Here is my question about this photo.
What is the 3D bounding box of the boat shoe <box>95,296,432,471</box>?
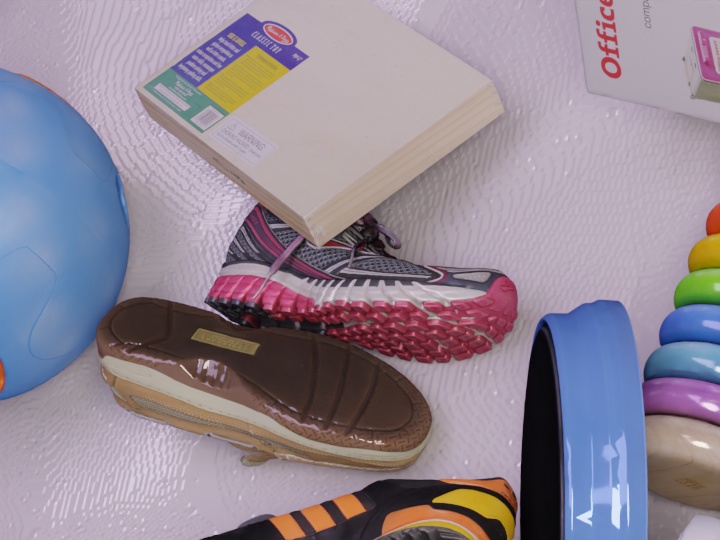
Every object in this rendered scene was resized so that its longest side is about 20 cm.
[{"bbox_3d":[-0.051,0.075,1.620,0.200,0.076,0.072,20,44,24],"label":"boat shoe"}]

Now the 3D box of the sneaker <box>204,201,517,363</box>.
[{"bbox_3d":[0.000,0.000,1.607,0.200,0.081,0.075,8,71,39],"label":"sneaker"}]

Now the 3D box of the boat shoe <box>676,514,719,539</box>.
[{"bbox_3d":[0.165,0.209,1.360,0.062,0.072,0.200,12,112,22],"label":"boat shoe"}]

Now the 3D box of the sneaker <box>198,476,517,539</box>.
[{"bbox_3d":[-0.009,0.148,1.503,0.200,0.070,0.090,-12,19,30],"label":"sneaker"}]

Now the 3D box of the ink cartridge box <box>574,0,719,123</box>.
[{"bbox_3d":[0.206,-0.145,1.454,0.200,0.145,0.085,16,45,31],"label":"ink cartridge box"}]

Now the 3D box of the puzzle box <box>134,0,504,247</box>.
[{"bbox_3d":[-0.026,-0.097,1.662,0.133,0.025,0.200,-37,39,-12],"label":"puzzle box"}]

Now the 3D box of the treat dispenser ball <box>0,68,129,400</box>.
[{"bbox_3d":[-0.234,-0.021,1.707,0.201,0.201,0.201,-16,60,29],"label":"treat dispenser ball"}]

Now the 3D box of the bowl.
[{"bbox_3d":[0.104,0.114,1.406,0.039,0.201,0.201,0,63,-3],"label":"bowl"}]

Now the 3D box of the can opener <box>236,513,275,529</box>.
[{"bbox_3d":[-0.009,0.192,1.522,0.200,0.067,0.053,29,128,42],"label":"can opener"}]

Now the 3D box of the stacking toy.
[{"bbox_3d":[0.190,0.014,1.466,0.085,0.085,0.200,3,66,37],"label":"stacking toy"}]
